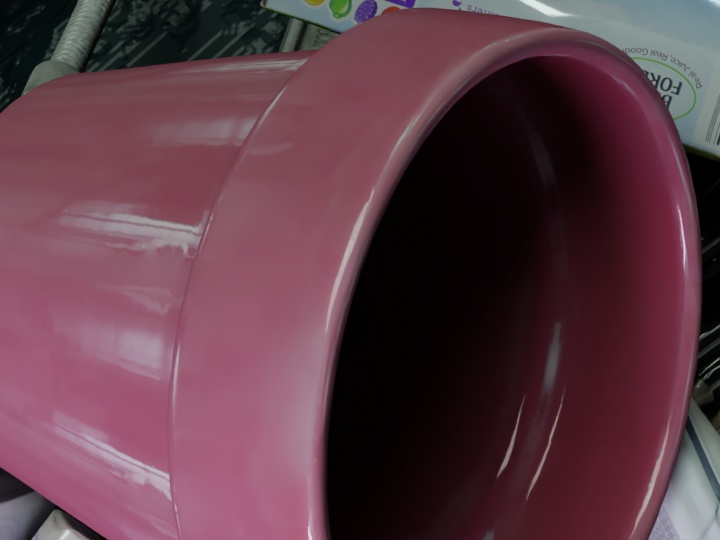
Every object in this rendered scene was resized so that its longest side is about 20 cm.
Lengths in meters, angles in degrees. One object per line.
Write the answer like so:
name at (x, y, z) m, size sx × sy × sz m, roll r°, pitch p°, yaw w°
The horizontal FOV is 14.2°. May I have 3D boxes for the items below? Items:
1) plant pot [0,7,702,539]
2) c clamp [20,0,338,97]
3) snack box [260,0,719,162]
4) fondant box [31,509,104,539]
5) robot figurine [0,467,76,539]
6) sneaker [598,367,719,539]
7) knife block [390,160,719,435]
plant pot at (-0.023, 0.016, 0.853) m, size 0.178 × 0.200 × 0.201 m, roll 13°, pitch 67°, yaw 35°
c clamp at (-0.080, -0.099, 1.110) m, size 0.170 × 0.027 × 0.200 m, roll 12°, pitch 41°, yaw 11°
snack box at (0.087, -0.075, 0.957) m, size 0.199 × 0.142 × 0.053 m, roll 20°, pitch 95°, yaw 22°
fondant box at (-0.058, 0.192, 0.899) m, size 0.200 × 0.058 × 0.145 m, roll 38°, pitch 87°, yaw -9°
robot figurine at (-0.172, 0.091, 0.950) m, size 0.150 × 0.125 × 0.201 m, roll 20°, pitch 107°, yaw -8°
sneaker at (0.139, 0.104, 0.922) m, size 0.071 × 0.073 × 0.201 m, roll -28°, pitch 84°, yaw -14°
knife block at (0.080, 0.058, 0.986) m, size 0.175 × 0.064 × 0.201 m, roll 8°, pitch 97°, yaw -14°
